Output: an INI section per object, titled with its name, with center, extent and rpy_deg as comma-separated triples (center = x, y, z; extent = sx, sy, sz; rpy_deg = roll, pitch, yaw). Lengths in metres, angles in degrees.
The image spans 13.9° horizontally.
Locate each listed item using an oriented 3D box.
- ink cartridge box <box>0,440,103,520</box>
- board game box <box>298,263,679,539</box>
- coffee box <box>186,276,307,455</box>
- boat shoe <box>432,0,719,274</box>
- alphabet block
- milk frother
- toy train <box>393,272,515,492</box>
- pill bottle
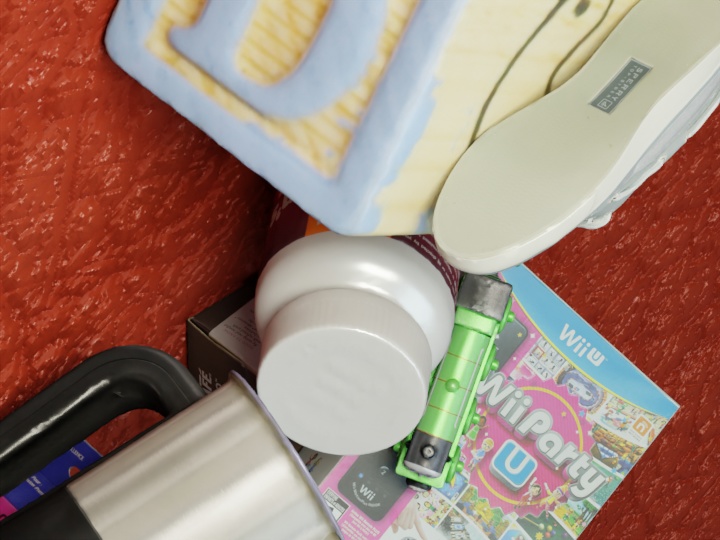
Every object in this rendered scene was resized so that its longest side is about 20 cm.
[ink cartridge box]
center = -0.199, 0.187, 1.646
extent = 0.200, 0.095, 0.037
rpy_deg = -57, 149, 8
[board game box]
center = 0.064, 0.107, 1.713
extent = 0.147, 0.064, 0.200
rpy_deg = 41, 82, -17
[coffee box]
center = -0.004, 0.041, 1.772
extent = 0.200, 0.080, 0.113
rpy_deg = -32, 144, -31
[boat shoe]
center = 0.117, -0.056, 1.461
extent = 0.201, 0.070, 0.072
rpy_deg = -43, 146, -20
[alphabet block]
center = 0.025, -0.144, 1.505
extent = 0.200, 0.196, 0.196
rpy_deg = -4, 127, -52
[milk frother]
center = -0.131, 0.114, 1.511
extent = 0.188, 0.181, 0.200
rpy_deg = -33, 165, -9
[toy train]
center = 0.064, 0.028, 1.642
extent = 0.056, 0.042, 0.201
rpy_deg = 85, 24, -87
[pill bottle]
center = 0.000, 0.000, 1.612
extent = 0.200, 0.109, 0.110
rpy_deg = -81, 180, -50
